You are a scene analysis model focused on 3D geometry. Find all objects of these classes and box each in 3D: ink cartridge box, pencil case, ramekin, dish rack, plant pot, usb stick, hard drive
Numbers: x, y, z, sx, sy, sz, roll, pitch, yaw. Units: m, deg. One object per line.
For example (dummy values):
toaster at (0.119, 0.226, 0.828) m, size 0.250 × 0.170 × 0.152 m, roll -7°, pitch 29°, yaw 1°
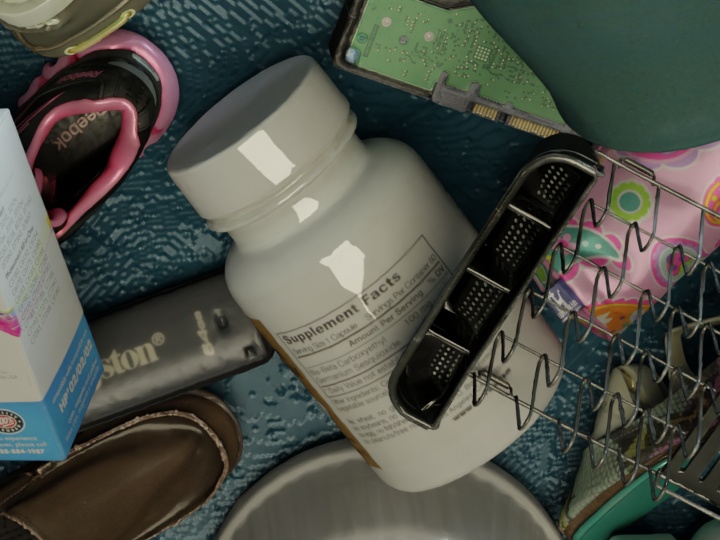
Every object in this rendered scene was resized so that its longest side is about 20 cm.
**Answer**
ink cartridge box at (-0.203, -0.007, 1.189) m, size 0.115 × 0.068 × 0.200 m, roll -1°, pitch 130°, yaw 18°
pencil case at (0.158, -0.056, 1.263) m, size 0.200 × 0.087 × 0.087 m, roll -43°, pitch 108°, yaw 2°
ramekin at (0.016, 0.193, 1.343) m, size 0.202 × 0.094 × 0.203 m, roll 0°, pitch 112°, yaw -1°
dish rack at (0.131, 0.035, 1.186) m, size 0.200 × 0.055 × 0.153 m, roll 27°, pitch 119°, yaw -9°
plant pot at (0.123, -0.161, 1.147) m, size 0.200 × 0.200 × 0.188 m, roll -21°, pitch 125°, yaw 3°
usb stick at (-0.138, 0.052, 1.312) m, size 0.200 × 0.033 × 0.056 m, roll -20°, pitch 75°, yaw 2°
hard drive at (0.082, -0.171, 1.254) m, size 0.140 × 0.038 × 0.200 m, roll 17°, pitch 107°, yaw -11°

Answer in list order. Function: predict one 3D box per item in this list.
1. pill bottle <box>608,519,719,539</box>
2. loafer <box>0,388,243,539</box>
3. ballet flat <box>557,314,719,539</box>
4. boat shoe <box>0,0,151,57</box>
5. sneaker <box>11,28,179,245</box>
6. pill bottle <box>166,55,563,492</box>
pill bottle at (0.229, 0.182, 1.355) m, size 0.200 × 0.110 × 0.110 m, roll 1°, pitch 110°, yaw -5°
loafer at (-0.147, 0.129, 1.325) m, size 0.200 × 0.071 × 0.073 m, roll -30°, pitch 110°, yaw 6°
ballet flat at (0.167, 0.066, 1.322) m, size 0.200 × 0.069 × 0.071 m, roll -39°, pitch 71°, yaw 36°
boat shoe at (-0.090, -0.178, 1.225) m, size 0.202 × 0.072 × 0.060 m, roll -40°, pitch 149°, yaw -3°
sneaker at (-0.167, -0.029, 1.255) m, size 0.079 × 0.095 × 0.200 m, roll 38°, pitch 104°, yaw -18°
pill bottle at (0.000, 0.000, 1.268) m, size 0.114 × 0.114 × 0.200 m, roll -35°, pitch 109°, yaw 8°
